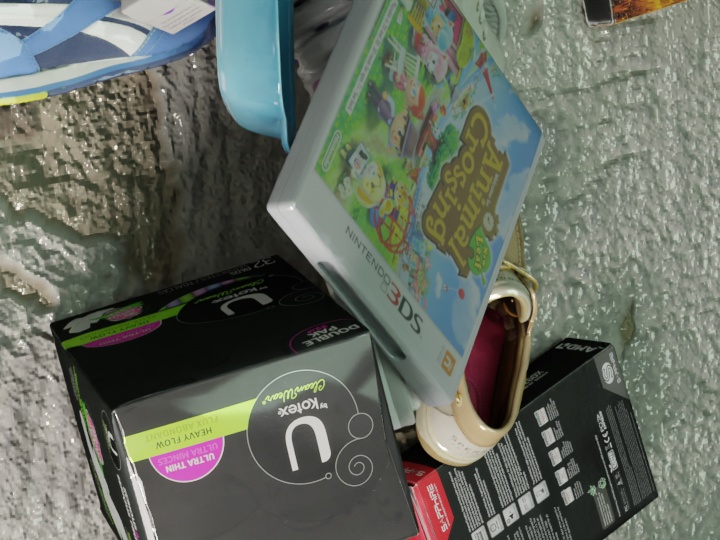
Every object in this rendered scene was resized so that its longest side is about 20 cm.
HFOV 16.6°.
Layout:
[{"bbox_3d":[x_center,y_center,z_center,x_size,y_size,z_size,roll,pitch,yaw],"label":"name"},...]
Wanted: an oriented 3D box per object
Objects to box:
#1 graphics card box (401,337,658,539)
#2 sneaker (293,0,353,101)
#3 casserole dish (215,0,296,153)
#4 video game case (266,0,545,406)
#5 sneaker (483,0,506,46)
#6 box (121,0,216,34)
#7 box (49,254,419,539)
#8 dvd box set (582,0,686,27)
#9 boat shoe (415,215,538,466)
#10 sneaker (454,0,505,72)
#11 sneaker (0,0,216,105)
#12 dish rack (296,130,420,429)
[{"bbox_3d":[0.106,0.144,1.652,0.200,0.051,0.126,-33,113,-32],"label":"graphics card box"},{"bbox_3d":[-0.026,-0.170,1.501,0.200,0.080,0.088,61,12,-5],"label":"sneaker"},{"bbox_3d":[-0.059,-0.165,1.386,0.039,0.121,0.200,-1,80,2],"label":"casserole dish"},{"bbox_3d":[0.032,-0.056,1.387,0.182,0.022,0.200,52,47,-39],"label":"video game case"},{"bbox_3d":[0.045,-0.215,1.553,0.201,0.074,0.118,74,8,-51],"label":"sneaker"},{"bbox_3d":[-0.107,-0.232,1.397,0.039,0.041,0.200,21,59,-39],"label":"box"},{"bbox_3d":[-0.074,0.086,1.369,0.148,0.200,0.125,-17,107,-12],"label":"box"},{"bbox_3d":[0.225,-0.263,1.730,0.200,0.029,0.147,-20,106,-37],"label":"dvd box set"},{"bbox_3d":[0.084,0.024,1.584,0.074,0.069,0.200,14,68,-26],"label":"boat shoe"},{"bbox_3d":[0.053,-0.175,1.449,0.200,0.085,0.073,45,23,-48],"label":"sneaker"},{"bbox_3d":[-0.156,-0.147,1.389,0.200,0.074,0.082,-20,102,-40],"label":"sneaker"},{"bbox_3d":[0.000,0.000,1.460,0.043,0.200,0.172,-18,106,0],"label":"dish rack"}]
